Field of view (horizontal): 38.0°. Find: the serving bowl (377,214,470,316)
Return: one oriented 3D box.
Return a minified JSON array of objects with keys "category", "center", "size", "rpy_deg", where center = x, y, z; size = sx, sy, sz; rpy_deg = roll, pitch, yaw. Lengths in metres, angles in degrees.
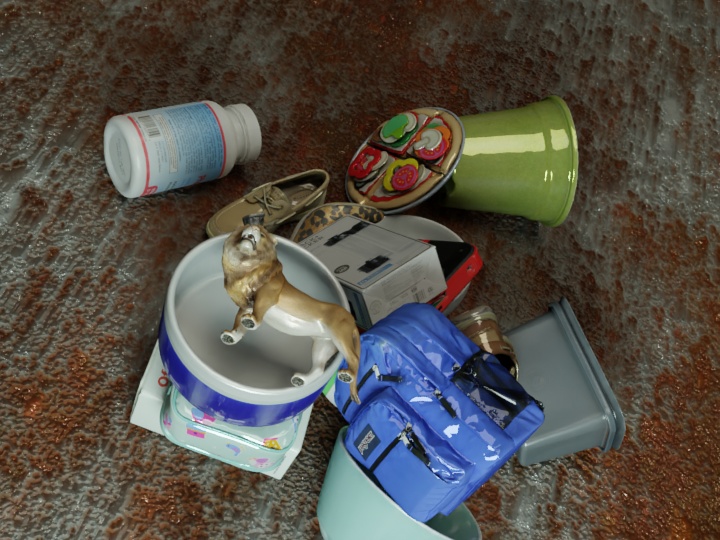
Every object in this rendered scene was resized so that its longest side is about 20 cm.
[{"category":"serving bowl","center":[0.054,0.012,1.435],"size":[0.197,0.066,0.201],"rpy_deg":[0,44,0]}]

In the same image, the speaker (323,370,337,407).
[{"category":"speaker","center":[0.050,0.167,1.239],"size":[0.199,0.089,0.089],"rpy_deg":[37,49,4]}]

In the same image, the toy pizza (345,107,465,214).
[{"category":"toy pizza","center":[0.059,-0.167,1.523],"size":[0.032,0.198,0.202],"rpy_deg":[48,35,-41]}]

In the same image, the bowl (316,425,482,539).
[{"category":"bowl","center":[0.029,0.281,1.185],"size":[0.200,0.105,0.201],"rpy_deg":[35,8,-5]}]

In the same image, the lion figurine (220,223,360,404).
[{"category":"lion figurine","center":[-0.066,0.042,1.066],"size":[0.199,0.072,0.123],"rpy_deg":[37,41,-12]}]

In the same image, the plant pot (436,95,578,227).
[{"category":"plant pot","center":[0.207,-0.163,1.589],"size":[0.182,0.201,0.202],"rpy_deg":[-3,56,-12]}]

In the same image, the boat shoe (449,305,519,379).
[{"category":"boat shoe","center":[0.155,0.115,1.263],"size":[0.075,0.200,0.072],"rpy_deg":[-29,59,7]}]

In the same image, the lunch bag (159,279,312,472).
[{"category":"lunch bag","center":[-0.136,0.113,1.174],"size":[0.159,0.077,0.202],"rpy_deg":[18,52,-9]}]

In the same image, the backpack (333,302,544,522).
[{"category":"backpack","center":[0.065,0.141,1.102],"size":[0.200,0.163,0.167],"rpy_deg":[48,44,15]}]

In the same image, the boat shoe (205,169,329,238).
[{"category":"boat shoe","center":[-0.126,-0.091,1.447],"size":[0.199,0.065,0.072],"rpy_deg":[-24,68,-35]}]

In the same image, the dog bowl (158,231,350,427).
[{"category":"dog bowl","center":[-0.114,0.061,1.118],"size":[0.198,0.079,0.202],"rpy_deg":[11,52,-15]}]

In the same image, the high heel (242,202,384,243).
[{"category":"high heel","center":[-0.054,-0.013,1.399],"size":[0.198,0.071,0.144],"rpy_deg":[-8,81,-14]}]

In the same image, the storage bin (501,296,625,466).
[{"category":"storage bin","center":[0.246,0.161,1.398],"size":[0.133,0.146,0.202],"rpy_deg":[-18,62,-3]}]

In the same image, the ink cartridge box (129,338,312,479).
[{"category":"ink cartridge box","center":[-0.157,0.139,1.250],"size":[0.198,0.083,0.148],"rpy_deg":[23,50,-8]}]

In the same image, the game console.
[{"category":"game console","center":[0.042,0.021,1.322],"size":[0.200,0.175,0.031],"rpy_deg":[-43,124,-39]}]

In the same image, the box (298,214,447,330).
[{"category":"box","center":[0.000,0.000,1.289],"size":[0.116,0.061,0.199],"rpy_deg":[-31,28,-22]}]

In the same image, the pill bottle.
[{"category":"pill bottle","center":[-0.240,-0.171,1.427],"size":[0.198,0.109,0.109],"rpy_deg":[-16,63,-33]}]
